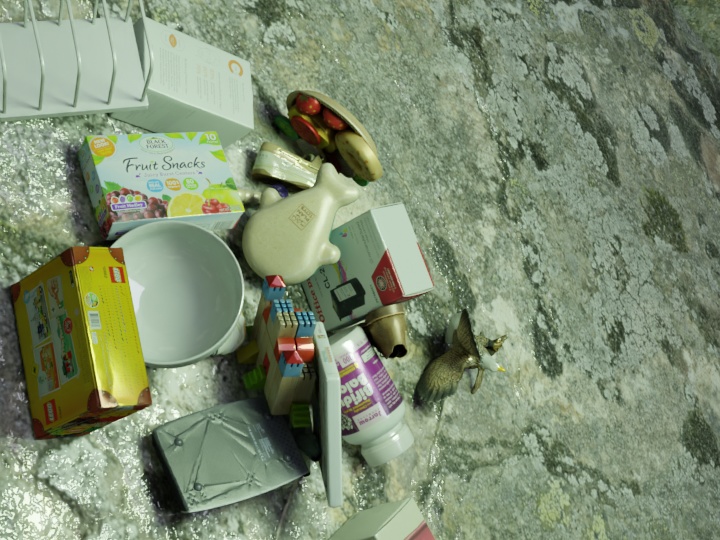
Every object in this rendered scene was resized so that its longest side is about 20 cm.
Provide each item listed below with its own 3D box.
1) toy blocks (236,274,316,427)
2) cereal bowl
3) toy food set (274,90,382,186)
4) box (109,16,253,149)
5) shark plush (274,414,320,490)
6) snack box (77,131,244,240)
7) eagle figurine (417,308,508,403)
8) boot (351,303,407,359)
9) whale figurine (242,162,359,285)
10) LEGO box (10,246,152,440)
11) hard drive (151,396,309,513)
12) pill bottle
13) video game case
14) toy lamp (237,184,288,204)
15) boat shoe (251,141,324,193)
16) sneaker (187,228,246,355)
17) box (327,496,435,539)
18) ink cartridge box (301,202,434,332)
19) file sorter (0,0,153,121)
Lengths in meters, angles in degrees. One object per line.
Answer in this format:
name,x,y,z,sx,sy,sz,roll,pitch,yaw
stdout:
toy blocks,-0.105,0.100,1.506,0.099,0.137,0.200,0,41,-22
cereal bowl,-0.256,0.038,1.436,0.199,0.083,0.201,2,74,-7
toy food set,-0.050,-0.216,1.766,0.200,0.198,0.049,43,73,-12
box,-0.269,-0.275,1.614,0.200,0.097,0.125,17,58,-42
shark plush,-0.113,0.216,1.557,0.083,0.091,0.201,-3,77,-15
snack box,-0.279,-0.122,1.504,0.199,0.053,0.143,-7,63,-34
eagle figurine,0.182,0.143,1.850,0.200,0.150,0.153,1,80,-55
boot,0.032,0.110,1.692,0.073,0.200,0.076,-14,80,-12
whale figurine,-0.089,-0.068,1.647,0.159,0.200,0.104,41,0,9
LEGO box,-0.342,0.089,1.301,0.077,0.149,0.201,2,70,-48
hard drive,-0.178,0.251,1.449,0.199,0.042,0.135,-11,65,-41
pill bottle,0.000,0.196,1.653,0.112,0.112,0.201,-36,97,-50
video game case,-0.049,0.200,1.513,0.182,0.023,0.201,-114,-159,-67
toy lamp,-0.198,-0.115,1.642,0.200,0.058,0.058,6,66,-47
boat shoe,-0.087,-0.161,1.765,0.200,0.074,0.067,16,80,-42
sneaker,-0.229,0.025,1.517,0.088,0.076,0.201,-16,82,-50
box,0.053,0.453,1.564,0.109,0.128,0.201,-33,95,-50
ink cartridge box,0.000,0.000,1.688,0.083,0.200,0.146,-15,81,-47
file sorter,-0.385,-0.294,1.415,0.199,0.125,0.139,-9,75,-21
